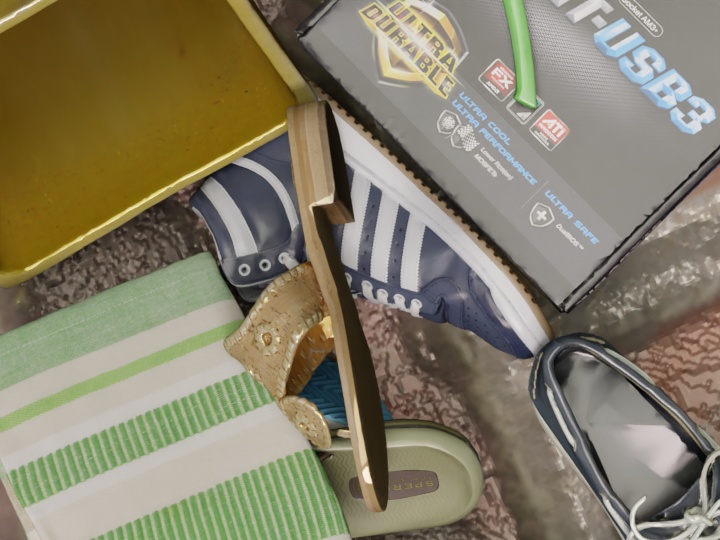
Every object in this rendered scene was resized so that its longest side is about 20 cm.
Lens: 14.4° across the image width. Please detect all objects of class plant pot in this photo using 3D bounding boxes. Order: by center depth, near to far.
[{"bbox_3d":[-0.169,-0.151,1.438,0.195,0.194,0.200,-29,59,5],"label":"plant pot"}]

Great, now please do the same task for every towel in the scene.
[{"bbox_3d":[-0.100,0.099,1.398,0.152,0.023,0.200,-22,64,-15],"label":"towel"}]

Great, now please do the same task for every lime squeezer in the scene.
[{"bbox_3d":[0.096,-0.186,1.400,0.070,0.038,0.201,25,86,8],"label":"lime squeezer"}]

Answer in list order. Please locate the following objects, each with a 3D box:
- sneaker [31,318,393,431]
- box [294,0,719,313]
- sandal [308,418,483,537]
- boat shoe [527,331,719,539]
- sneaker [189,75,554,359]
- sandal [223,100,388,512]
[{"bbox_3d":[-0.081,0.078,1.483,0.199,0.077,0.081,10,110,1],"label":"sneaker"},{"bbox_3d":[0.104,-0.116,1.436,0.198,0.050,0.200,-44,83,3],"label":"box"},{"bbox_3d":[-0.037,0.122,1.435,0.200,0.057,0.080,-12,128,8],"label":"sandal"},{"bbox_3d":[0.158,0.111,1.415,0.075,0.062,0.200,-35,81,-2],"label":"boat shoe"},{"bbox_3d":[0.000,0.000,1.477,0.200,0.070,0.109,44,85,12],"label":"sneaker"},{"bbox_3d":[-0.034,0.023,1.409,0.069,0.078,0.212,-10,73,8],"label":"sandal"}]
